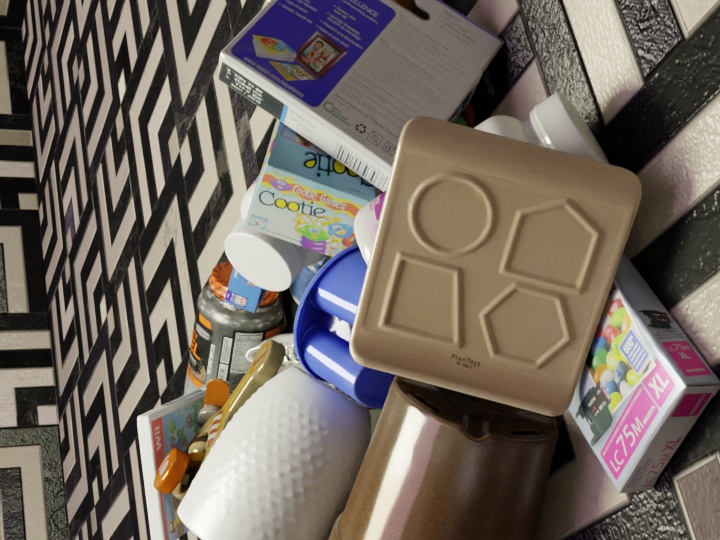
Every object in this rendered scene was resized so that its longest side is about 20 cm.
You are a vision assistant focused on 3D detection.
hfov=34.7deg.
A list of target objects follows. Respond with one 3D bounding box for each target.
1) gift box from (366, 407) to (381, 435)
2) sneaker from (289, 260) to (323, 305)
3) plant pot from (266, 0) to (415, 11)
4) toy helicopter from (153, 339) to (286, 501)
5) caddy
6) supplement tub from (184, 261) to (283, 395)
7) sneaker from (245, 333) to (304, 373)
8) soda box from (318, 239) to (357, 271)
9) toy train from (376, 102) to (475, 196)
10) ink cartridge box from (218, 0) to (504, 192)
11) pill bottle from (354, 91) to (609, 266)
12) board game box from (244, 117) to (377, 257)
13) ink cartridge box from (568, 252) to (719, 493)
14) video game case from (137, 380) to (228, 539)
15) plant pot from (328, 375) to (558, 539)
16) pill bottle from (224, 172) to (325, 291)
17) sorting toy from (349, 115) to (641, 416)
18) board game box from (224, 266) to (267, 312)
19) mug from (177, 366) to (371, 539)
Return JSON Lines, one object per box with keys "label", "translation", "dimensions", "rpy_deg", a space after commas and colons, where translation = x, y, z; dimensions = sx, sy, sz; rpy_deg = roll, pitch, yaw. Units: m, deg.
{"label": "gift box", "translation": [-0.069, 0.227, 1.304], "dimensions": [0.184, 0.185, 0.202], "rpy_deg": [154, 112, -62]}
{"label": "sneaker", "translation": [-0.042, -0.032, 1.371], "dimensions": [0.077, 0.075, 0.202], "rpy_deg": [-120, 36, -53]}
{"label": "plant pot", "translation": [-0.008, -0.335, 1.186], "dimensions": [0.140, 0.199, 0.201], "rpy_deg": [-51, 43, 30]}
{"label": "toy helicopter", "translation": [-0.141, 0.158, 1.233], "dimensions": [0.201, 0.078, 0.132], "rpy_deg": [-56, 15, 8]}
{"label": "caddy", "translation": [0.029, 0.046, 1.094], "dimensions": [0.105, 0.199, 0.143], "rpy_deg": [30, 116, 44]}
{"label": "supplement tub", "translation": [-0.174, 0.098, 1.604], "dimensions": [0.123, 0.121, 0.202], "rpy_deg": [-130, 46, -54]}
{"label": "sneaker", "translation": [-0.085, 0.107, 1.452], "dimensions": [0.200, 0.088, 0.076], "rpy_deg": [160, 109, -63]}
{"label": "soda box", "translation": [0.000, 0.000, 1.229], "dimensions": [0.063, 0.068, 0.200], "rpy_deg": [46, 155, 8]}
{"label": "toy train", "translation": [0.068, -0.074, 1.153], "dimensions": [0.117, 0.084, 0.200], "rpy_deg": [62, 154, 16]}
{"label": "ink cartridge box", "translation": [0.004, -0.191, 1.049], "dimensions": [0.201, 0.197, 0.043], "rpy_deg": [-53, -5, -31]}
{"label": "pill bottle", "translation": [0.101, -0.055, 0.941], "dimensions": [0.199, 0.112, 0.113], "rpy_deg": [-34, 52, 18]}
{"label": "board game box", "translation": [-0.030, -0.131, 1.094], "dimensions": [0.103, 0.104, 0.202], "rpy_deg": [120, 167, -55]}
{"label": "ink cartridge box", "translation": [0.194, 0.060, 0.913], "dimensions": [0.201, 0.042, 0.120], "rpy_deg": [-114, 34, -44]}
{"label": "video game case", "translation": [-0.192, 0.215, 1.320], "dimensions": [0.200, 0.017, 0.145], "rpy_deg": [-18, -77, -70]}
{"label": "plant pot", "translation": [0.075, 0.202, 1.011], "dimensions": [0.200, 0.198, 0.200], "rpy_deg": [38, 116, 59]}
{"label": "pill bottle", "translation": [-0.058, -0.077, 1.225], "dimensions": [0.201, 0.108, 0.109], "rpy_deg": [-56, 6, -33]}
{"label": "sorting toy", "translation": [0.100, -0.002, 0.887], "dimensions": [0.037, 0.183, 0.202], "rpy_deg": [-73, -2, -71]}
{"label": "board game box", "translation": [-0.101, -0.067, 1.419], "dimensions": [0.201, 0.045, 0.153], "rpy_deg": [-67, -2, -52]}
{"label": "mug", "translation": [-0.051, 0.203, 1.125], "dimensions": [0.177, 0.199, 0.147], "rpy_deg": [-60, 26, -4]}
